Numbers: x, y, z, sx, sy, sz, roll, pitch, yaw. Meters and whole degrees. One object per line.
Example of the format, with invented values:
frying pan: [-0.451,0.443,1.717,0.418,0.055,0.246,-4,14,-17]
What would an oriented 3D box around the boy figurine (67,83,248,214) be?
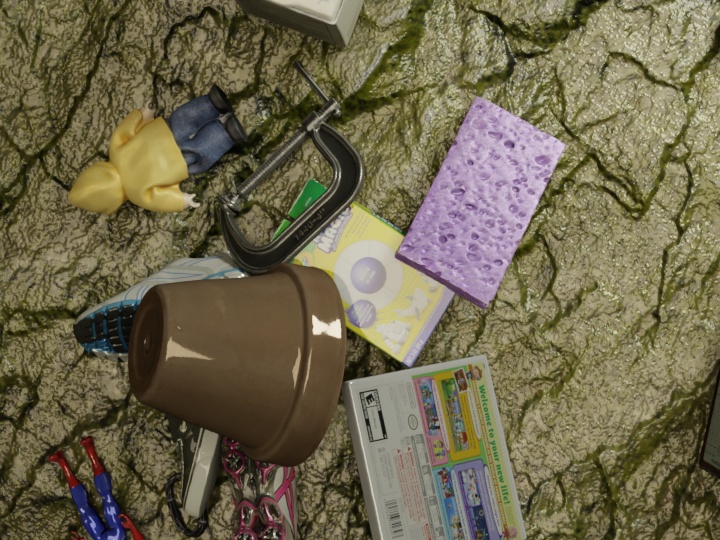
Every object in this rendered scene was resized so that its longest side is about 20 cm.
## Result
boy figurine: [-0.217,-0.113,1.665,0.199,0.064,0.125,-32,89,3]

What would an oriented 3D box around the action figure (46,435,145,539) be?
action figure: [-0.272,0.281,1.679,0.065,0.052,0.202,-26,92,-2]

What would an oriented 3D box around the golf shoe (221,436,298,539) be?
golf shoe: [-0.104,0.226,1.659,0.072,0.092,0.203,-6,68,11]

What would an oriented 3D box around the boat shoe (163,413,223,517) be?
boat shoe: [-0.176,0.159,1.665,0.063,0.071,0.203,8,81,4]

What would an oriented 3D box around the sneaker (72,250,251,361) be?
sneaker: [-0.210,0.031,1.656,0.198,0.087,0.076,-16,131,-12]

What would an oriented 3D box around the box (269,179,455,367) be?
box: [0.000,0.000,1.658,0.199,0.048,0.118,32,91,3]

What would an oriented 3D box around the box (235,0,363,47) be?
box: [-0.059,-0.309,1.588,0.126,0.200,0.110,20,92,1]

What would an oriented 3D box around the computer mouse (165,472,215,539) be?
computer mouse: [-0.145,0.304,1.679,0.058,0.034,0.201,-39,88,3]

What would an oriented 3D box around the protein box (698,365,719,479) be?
protein box: [0.473,0.134,1.602,0.196,0.135,0.203,13,91,2]

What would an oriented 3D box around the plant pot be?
plant pot: [-0.132,0.084,1.539,0.173,0.200,0.203,9,91,-26]

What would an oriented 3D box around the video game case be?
video game case: [0.077,0.200,1.618,0.180,0.022,0.203,-8,82,-33]

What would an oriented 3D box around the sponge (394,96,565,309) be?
sponge: [0.127,-0.072,1.637,0.111,0.030,0.202,28,73,0]

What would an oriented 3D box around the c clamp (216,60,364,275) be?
c clamp: [-0.080,-0.098,1.654,0.200,0.027,0.171,-47,61,2]
